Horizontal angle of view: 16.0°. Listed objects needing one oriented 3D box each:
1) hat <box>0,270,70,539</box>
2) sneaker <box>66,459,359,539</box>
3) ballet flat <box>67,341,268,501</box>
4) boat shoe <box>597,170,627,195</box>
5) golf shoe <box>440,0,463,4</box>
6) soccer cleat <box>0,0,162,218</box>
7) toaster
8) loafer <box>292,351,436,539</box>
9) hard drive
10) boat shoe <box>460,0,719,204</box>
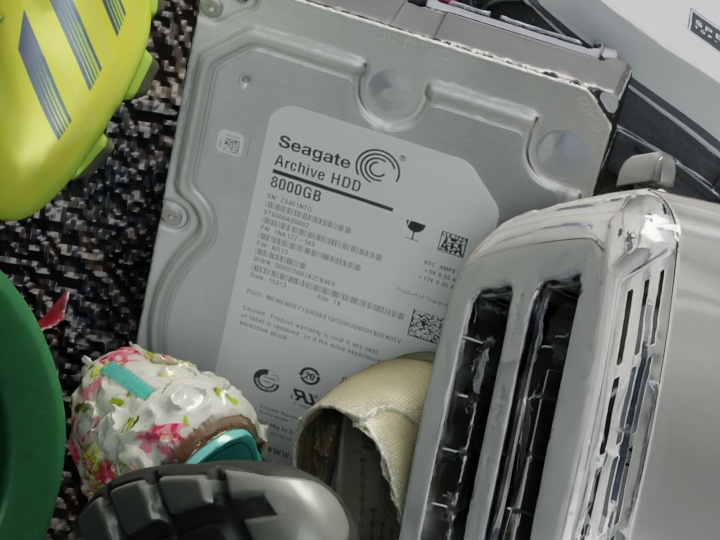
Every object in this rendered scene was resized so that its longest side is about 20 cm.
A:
[{"bbox_3d":[-0.190,0.038,0.812,0.200,0.176,0.166,40,87,-28],"label":"hat"},{"bbox_3d":[-0.052,0.103,0.758,0.079,0.200,0.076,-16,74,-40],"label":"sneaker"},{"bbox_3d":[-0.061,0.092,0.879,0.076,0.200,0.064,-35,58,-27],"label":"ballet flat"},{"bbox_3d":[0.061,-0.011,0.922,0.200,0.073,0.063,-30,101,-2],"label":"boat shoe"},{"bbox_3d":[0.047,-0.096,0.923,0.200,0.092,0.073,-10,122,11],"label":"golf shoe"},{"bbox_3d":[-0.095,-0.117,0.790,0.084,0.065,0.201,24,80,-39],"label":"soccer cleat"},{"bbox_3d":[0.091,0.069,0.771,0.129,0.114,0.200,19,77,-27],"label":"toaster"},{"bbox_3d":[0.002,0.125,0.812,0.068,0.076,0.201,7,79,-46],"label":"loafer"},{"bbox_3d":[0.000,0.000,0.857,0.139,0.038,0.200,18,122,6],"label":"hard drive"},{"bbox_3d":[0.118,-0.038,0.856,0.200,0.072,0.068,36,126,-12],"label":"boat shoe"}]
